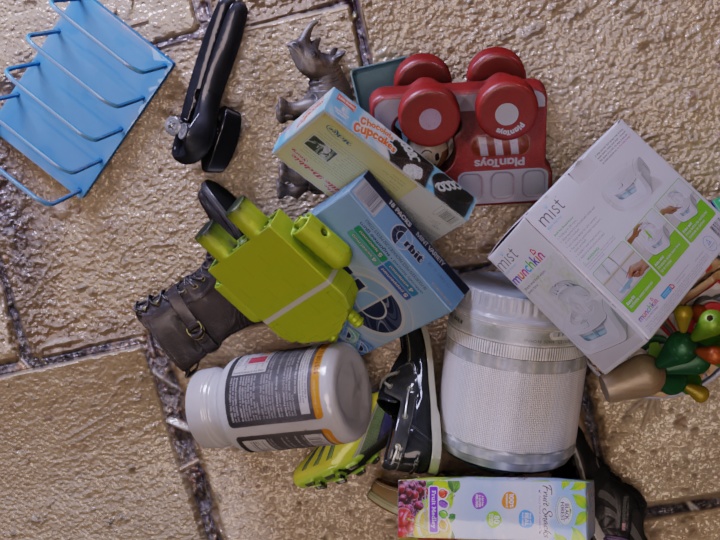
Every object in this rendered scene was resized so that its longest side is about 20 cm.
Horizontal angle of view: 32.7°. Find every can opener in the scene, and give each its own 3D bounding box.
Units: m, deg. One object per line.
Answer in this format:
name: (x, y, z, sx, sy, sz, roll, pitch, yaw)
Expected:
can opener: (-0.171, -0.213, 1.399, 0.063, 0.078, 0.202, 24, 106, 42)

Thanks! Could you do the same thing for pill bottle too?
pill bottle: (-0.096, 0.151, 1.427, 0.198, 0.116, 0.118, -9, 103, 24)

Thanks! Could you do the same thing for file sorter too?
file sorter: (-0.334, -0.192, 1.386, 0.138, 0.123, 0.200, 38, 106, -2)

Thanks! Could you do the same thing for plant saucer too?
plant saucer: (0.042, -0.137, 1.394, 0.069, 0.019, 0.202, -14, 103, -5)

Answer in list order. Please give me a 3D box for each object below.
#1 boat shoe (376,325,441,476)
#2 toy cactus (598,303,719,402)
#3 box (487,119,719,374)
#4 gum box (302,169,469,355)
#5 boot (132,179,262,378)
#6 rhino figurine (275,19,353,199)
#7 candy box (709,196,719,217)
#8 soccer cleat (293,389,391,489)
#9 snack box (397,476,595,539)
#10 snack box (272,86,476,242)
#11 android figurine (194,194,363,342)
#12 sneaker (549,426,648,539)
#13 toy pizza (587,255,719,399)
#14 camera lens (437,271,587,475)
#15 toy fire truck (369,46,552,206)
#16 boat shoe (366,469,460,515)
boat shoe: (0.051, 0.133, 1.384, 0.067, 0.202, 0.072, 1, 147, -4)
toy cactus: (0.333, 0.091, 1.305, 0.164, 0.200, 0.103, -18, 75, -3)
box: (0.265, -0.029, 1.284, 0.176, 0.200, 0.097, 43, 146, 5)
gum box: (0.000, 0.000, 1.364, 0.170, 0.045, 0.200, 49, 143, -9)
boot: (-0.193, 0.013, 1.443, 0.173, 0.069, 0.201, -25, 101, 12)
rhino figurine: (-0.051, -0.179, 1.381, 0.086, 0.060, 0.202, -1, 103, -9)
candy box: (0.507, -0.035, 1.331, 0.199, 0.077, 0.170, -25, 100, 12)
soccer cleat: (-0.005, 0.192, 1.474, 0.200, 0.065, 0.084, -37, 67, 18)
snack box: (0.152, 0.258, 1.334, 0.198, 0.169, 0.068, 0, 81, 13)
snack box: (0.014, -0.102, 1.323, 0.199, 0.037, 0.116, 36, 145, -17)
android figurine: (-0.083, 0.006, 1.348, 0.200, 0.041, 0.182, 41, 135, -16)
sneaker: (0.287, 0.266, 1.449, 0.087, 0.076, 0.202, -19, 93, -18)
toy pizza: (0.340, 0.053, 1.398, 0.198, 0.032, 0.202, 2, 104, 7)
camera lens: (0.170, 0.115, 1.367, 0.158, 0.160, 0.202, 7, 102, 6)
toy fire truck: (0.111, -0.143, 1.343, 0.198, 0.112, 0.169, -5, 120, 0)
boat shoe: (0.108, 0.273, 1.469, 0.198, 0.074, 0.067, 14, 92, 3)
